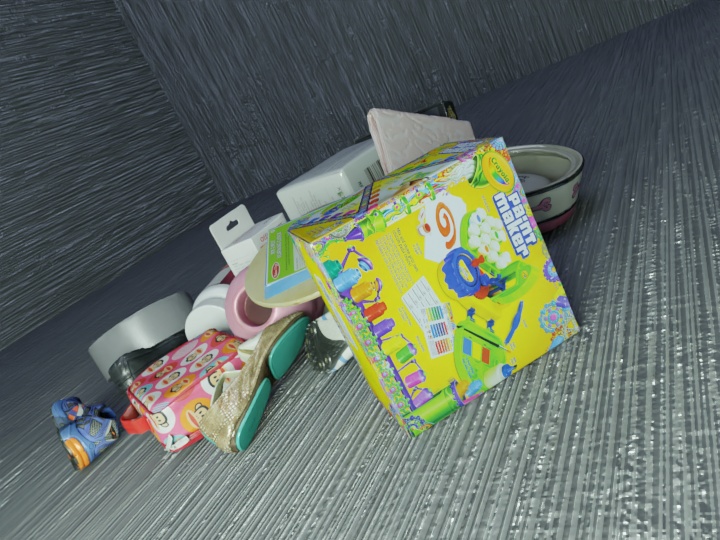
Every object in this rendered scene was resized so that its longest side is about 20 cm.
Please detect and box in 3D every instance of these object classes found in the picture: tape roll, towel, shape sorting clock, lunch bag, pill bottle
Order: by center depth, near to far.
[{"bbox_3d":[-0.053,-0.025,0.742,0.199,0.039,0.200,-18,32,12],"label":"shape sorting clock"},{"bbox_3d":[-0.233,0.159,0.809,0.176,0.082,0.200,-34,18,-23],"label":"lunch bag"},{"bbox_3d":[0.117,-0.167,0.971,0.199,0.192,0.032,-1,-22,-31],"label":"towel"},{"bbox_3d":[-0.224,0.063,1.048,0.109,0.110,0.200,-23,16,13],"label":"pill bottle"},{"bbox_3d":[-0.385,0.119,1.105,0.200,0.066,0.200,-34,-3,-2],"label":"tape roll"}]

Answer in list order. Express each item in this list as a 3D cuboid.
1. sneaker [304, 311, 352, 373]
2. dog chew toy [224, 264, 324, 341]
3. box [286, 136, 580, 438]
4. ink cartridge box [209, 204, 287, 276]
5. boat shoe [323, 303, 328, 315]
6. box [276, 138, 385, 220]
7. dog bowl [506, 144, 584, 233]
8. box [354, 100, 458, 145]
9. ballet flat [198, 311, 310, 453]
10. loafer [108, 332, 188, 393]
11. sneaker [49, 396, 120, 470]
[{"bbox_3d":[-0.005,0.062,0.713,0.072,0.072,0.200,-3,-32,-38],"label":"sneaker"},{"bbox_3d":[-0.108,0.049,0.871,0.124,0.125,0.200,-23,-8,15],"label":"dog chew toy"},{"bbox_3d":[0.067,0.009,0.577,0.192,0.201,0.122,-29,16,-10],"label":"box"},{"bbox_3d":[-0.151,-0.014,1.007,0.067,0.200,0.116,-18,18,29],"label":"ink cartridge box"},{"bbox_3d":[0.000,0.000,0.865,0.072,0.060,0.202,-19,51,66],"label":"boat shoe"},{"bbox_3d":[0.010,-0.105,1.035,0.171,0.201,0.199,-8,25,45],"label":"box"},{"bbox_3d":[0.221,-0.113,0.878,0.199,0.074,0.200,-13,26,6],"label":"dog bowl"},{"bbox_3d":[0.107,-0.184,1.125,0.198,0.201,0.050,-15,8,34],"label":"box"},{"bbox_3d":[-0.126,0.117,0.715,0.065,0.071,0.200,13,44,17],"label":"ballet flat"},{"bbox_3d":[-0.323,0.155,1.007,0.068,0.070,0.200,-40,-9,26],"label":"loafer"},{"bbox_3d":[-0.405,0.232,0.904,0.078,0.076,0.200,-25,21,-28],"label":"sneaker"}]
